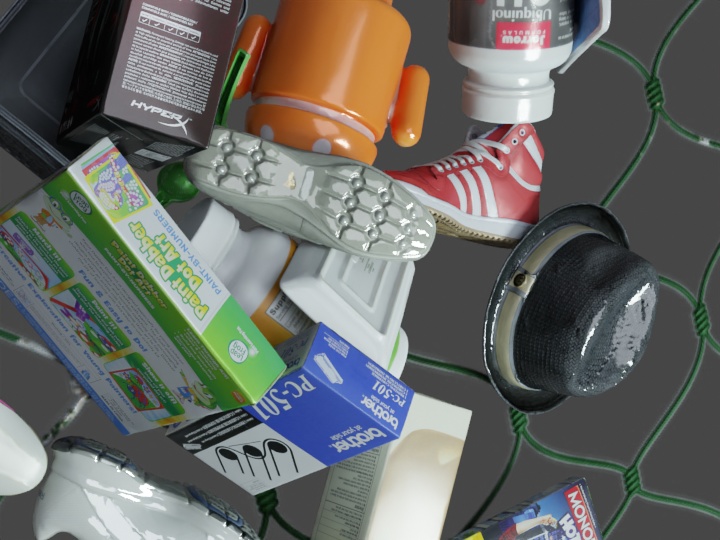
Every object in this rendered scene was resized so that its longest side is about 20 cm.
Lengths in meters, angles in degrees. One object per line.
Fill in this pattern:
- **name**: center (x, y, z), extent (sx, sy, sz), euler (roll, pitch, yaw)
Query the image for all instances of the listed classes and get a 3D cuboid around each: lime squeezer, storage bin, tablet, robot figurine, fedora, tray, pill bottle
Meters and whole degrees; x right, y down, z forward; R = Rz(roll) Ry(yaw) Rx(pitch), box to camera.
- **lime squeezer**: center (-0.136, -0.084, 0.953), extent (0.038, 0.071, 0.201), euler (35, 99, -9)
- **storage bin**: center (-0.197, -0.170, 0.911), extent (0.135, 0.094, 0.201), euler (40, 72, -19)
- **tablet**: center (0.192, -0.254, 1.048), extent (0.014, 0.200, 0.132), euler (-2, 89, -2)
- **robot figurine**: center (-0.025, -0.153, 0.978), extent (0.143, 0.116, 0.202), euler (21, 81, -33)
- **fedora**: center (0.202, 0.043, 1.068), extent (0.199, 0.091, 0.203), euler (-14, 113, -35)
- **tray**: center (0.000, 0.000, 0.958), extent (0.107, 0.200, 0.022), euler (42, 115, -10)
- **pill bottle**: center (-0.068, 0.035, 0.955), extent (0.200, 0.111, 0.112), euler (39, 73, -19)
- **pill bottle**: center (0.130, -0.235, 1.033), extent (0.110, 0.111, 0.202), euler (-11, 114, -25)

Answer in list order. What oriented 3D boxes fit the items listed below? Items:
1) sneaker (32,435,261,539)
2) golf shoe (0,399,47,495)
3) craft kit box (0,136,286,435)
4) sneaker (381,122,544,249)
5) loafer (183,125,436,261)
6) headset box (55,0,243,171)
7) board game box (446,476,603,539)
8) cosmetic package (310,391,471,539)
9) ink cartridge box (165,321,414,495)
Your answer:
- **sneaker**: center (-0.160, 0.203, 0.932), extent (0.199, 0.074, 0.088), euler (27, 87, -9)
- **golf shoe**: center (-0.308, 0.100, 0.845), extent (0.199, 0.092, 0.073), euler (36, 75, -17)
- **craft kit box**: center (-0.175, 0.022, 0.857), extent (0.201, 0.197, 0.049), euler (54, 55, -15)
- **sneaker**: center (0.086, -0.089, 1.046), extent (0.199, 0.071, 0.114), euler (13, 84, -41)
- **loafer**: center (-0.038, -0.058, 0.915), extent (0.198, 0.070, 0.071), euler (23, 85, -6)
- **headset box**: center (-0.133, -0.179, 0.809), extent (0.074, 0.148, 0.202), euler (16, 82, -24)
- **board game box**: center (0.178, 0.298, 1.092), extent (0.198, 0.062, 0.202), euler (-20, 97, -26)
- **cosmetic package**: center (0.017, 0.200, 0.996), extent (0.071, 0.105, 0.202), euler (19, 82, -24)
- **ink cartridge box**: center (-0.058, 0.110, 0.908), extent (0.094, 0.199, 0.044), euler (37, 51, -19)
